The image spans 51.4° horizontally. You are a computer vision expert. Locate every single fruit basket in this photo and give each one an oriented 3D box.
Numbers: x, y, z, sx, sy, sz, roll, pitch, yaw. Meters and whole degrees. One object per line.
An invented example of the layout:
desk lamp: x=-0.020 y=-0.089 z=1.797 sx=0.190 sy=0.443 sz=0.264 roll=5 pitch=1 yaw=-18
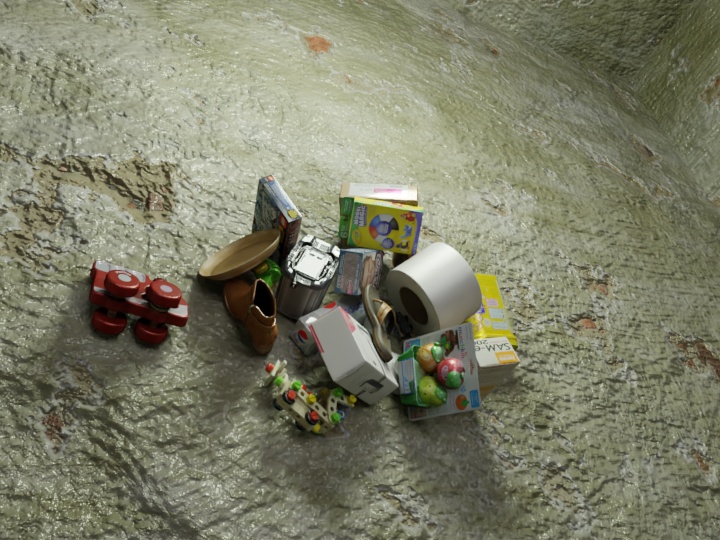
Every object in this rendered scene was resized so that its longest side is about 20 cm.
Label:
fruit basket: x=0.168 y=0.221 z=1.620 sx=0.093 sy=0.199 sz=0.187 roll=11 pitch=67 yaw=-38

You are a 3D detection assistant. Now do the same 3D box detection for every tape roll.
tape roll: x=0.177 y=0.052 z=1.806 sx=0.139 sy=0.203 sz=0.203 roll=-31 pitch=69 yaw=-22

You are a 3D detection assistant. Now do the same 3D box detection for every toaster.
toaster: x=-0.124 y=0.024 z=1.704 sx=0.113 sy=0.130 sz=0.200 roll=23 pitch=39 yaw=1

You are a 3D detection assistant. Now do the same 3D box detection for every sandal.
sandal: x=0.050 y=0.112 z=1.668 sx=0.082 sy=0.054 sz=0.201 roll=52 pitch=18 yaw=-43

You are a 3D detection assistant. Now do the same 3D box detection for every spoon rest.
spoon rest: x=0.062 y=0.196 z=1.735 sx=0.099 sy=0.061 sz=0.201 roll=-12 pitch=71 yaw=-41

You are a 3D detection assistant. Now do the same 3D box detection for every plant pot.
plant pot: x=-0.262 y=-0.032 z=1.656 sx=0.028 sy=0.199 sz=0.200 roll=64 pitch=33 yaw=-21

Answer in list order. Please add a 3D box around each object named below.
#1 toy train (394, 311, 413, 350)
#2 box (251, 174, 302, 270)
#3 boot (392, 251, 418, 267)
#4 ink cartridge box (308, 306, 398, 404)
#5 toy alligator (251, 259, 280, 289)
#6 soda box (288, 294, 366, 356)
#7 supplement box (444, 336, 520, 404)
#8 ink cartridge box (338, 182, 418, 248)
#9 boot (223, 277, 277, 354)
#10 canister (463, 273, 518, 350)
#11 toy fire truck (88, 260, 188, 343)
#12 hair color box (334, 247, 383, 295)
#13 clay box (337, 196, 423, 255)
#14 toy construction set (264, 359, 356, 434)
toy train: x=0.122 y=0.187 z=1.783 sx=0.034 sy=0.046 sz=0.201 roll=-4 pitch=55 yaw=-27
box: x=-0.197 y=-0.105 z=1.737 sx=0.040 sy=0.201 sz=0.137 roll=-23 pitch=64 yaw=-27
boot: x=0.176 y=-0.008 z=1.999 sx=0.154 sy=0.077 sz=0.201 roll=14 pitch=36 yaw=-29
ink cartridge box: x=-0.012 y=0.183 z=1.582 sx=0.146 sy=0.084 sz=0.200 roll=62 pitch=7 yaw=31
toy alligator: x=-0.216 y=-0.007 z=1.675 sx=0.054 sy=0.060 sz=0.200 roll=-26 pitch=27 yaw=-11
soda box: x=-0.065 y=0.120 z=1.707 sx=0.068 sy=0.064 sz=0.199 roll=48 pitch=41 yaw=18
supplement box: x=0.249 y=0.239 z=1.694 sx=0.125 sy=0.200 sz=0.074 roll=-1 pitch=50 yaw=-36
ink cartridge box: x=0.048 y=-0.136 z=1.916 sx=0.198 sy=0.166 sz=0.075 roll=3 pitch=40 yaw=4
boot: x=-0.229 y=0.063 z=1.564 sx=0.076 sy=0.156 sz=0.201 roll=-14 pitch=60 yaw=-20
canister: x=0.313 y=0.114 z=1.923 sx=0.148 sy=0.087 sz=0.201 roll=6 pitch=60 yaw=-33
toy fire truck: x=-0.443 y=0.048 z=1.498 sx=0.199 sy=0.113 sz=0.168 roll=16 pitch=23 yaw=-22
hair color box: x=0.000 y=0.000 z=1.776 sx=0.060 sy=0.101 sz=0.200 roll=9 pitch=6 yaw=15
clay box: x=0.047 y=-0.110 z=1.837 sx=0.198 sy=0.116 sz=0.048 roll=8 pitch=21 yaw=-3
toy construction set: x=-0.111 y=0.254 z=1.514 sx=0.199 sy=0.092 sz=0.131 roll=32 pitch=39 yaw=-2
